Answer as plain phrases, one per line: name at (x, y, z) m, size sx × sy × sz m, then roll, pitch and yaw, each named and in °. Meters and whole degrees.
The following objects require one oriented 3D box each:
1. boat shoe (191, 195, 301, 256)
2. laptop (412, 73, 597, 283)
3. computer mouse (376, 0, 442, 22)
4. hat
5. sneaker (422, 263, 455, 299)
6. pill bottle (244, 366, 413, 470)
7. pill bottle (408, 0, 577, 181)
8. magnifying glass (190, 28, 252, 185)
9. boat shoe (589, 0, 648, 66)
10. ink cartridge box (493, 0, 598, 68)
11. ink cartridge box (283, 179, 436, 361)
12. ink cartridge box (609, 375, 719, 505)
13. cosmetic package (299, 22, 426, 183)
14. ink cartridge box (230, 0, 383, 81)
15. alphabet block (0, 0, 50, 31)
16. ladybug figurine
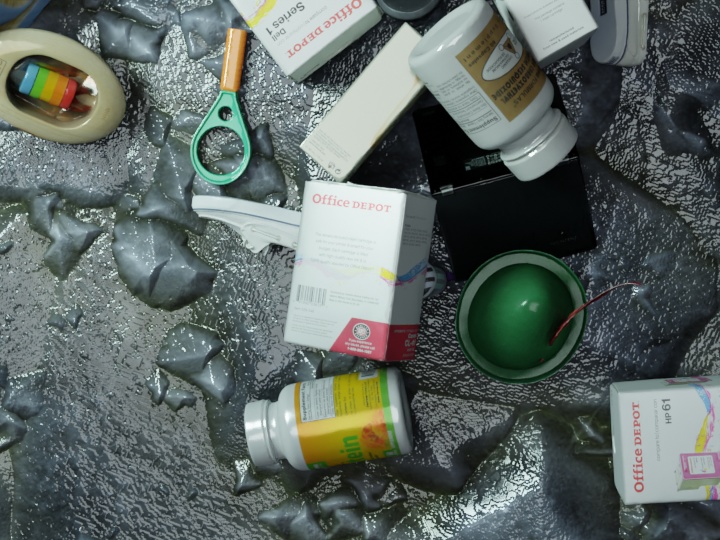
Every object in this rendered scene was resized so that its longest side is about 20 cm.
boat shoe at (-0.121, -0.051, 1.560) m, size 0.200 × 0.074 × 0.065 m, roll 12°, pitch 91°, yaw 6°
laptop at (0.183, -0.116, 1.558) m, size 0.187 × 0.116 × 0.200 m, roll -14°, pitch 64°, yaw 6°
computer mouse at (0.061, -0.383, 1.516) m, size 0.138 × 0.053 × 0.200 m, roll -11°, pitch 65°, yaw 10°
hat at (0.207, 0.061, 1.474) m, size 0.165 × 0.176 × 0.200 m, roll 23°, pitch 99°, yaw -2°
sneaker at (0.020, 0.033, 1.559) m, size 0.200 × 0.087 × 0.075 m, roll -11°, pitch 81°, yaw 30°
pill bottle at (-0.040, 0.191, 1.548) m, size 0.200 × 0.111 × 0.111 m, roll -10°, pitch 93°, yaw 6°
pill bottle at (0.159, -0.205, 1.427) m, size 0.114 × 0.114 × 0.200 m, roll -41°, pitch 108°, yaw 7°
magnifying glass at (-0.172, -0.210, 1.581) m, size 0.079 × 0.022 × 0.200 m, roll 9°, pitch 94°, yaw 5°
boat shoe at (0.327, -0.348, 1.506) m, size 0.070 × 0.071 × 0.200 m, roll 5°, pitch 81°, yaw -28°
ink cartridge box at (0.197, -0.350, 1.473) m, size 0.084 × 0.146 × 0.200 m, roll -29°, pitch 90°, yaw 7°
ink cartridge box at (0.000, 0.000, 1.472) m, size 0.147 × 0.086 × 0.200 m, roll 10°, pitch 91°, yaw 32°
ink cartridge box at (0.415, 0.208, 1.519) m, size 0.200 × 0.085 × 0.145 m, roll -4°, pitch 93°, yaw 7°
cosmetic package at (0.018, -0.205, 1.522) m, size 0.071 × 0.105 × 0.200 m, roll 41°, pitch 98°, yaw -1°
ink cartridge box at (-0.087, -0.358, 1.531) m, size 0.145 × 0.084 × 0.200 m, roll -37°, pitch 90°, yaw 7°
alphabet block at (-0.490, -0.409, 1.514) m, size 0.200 × 0.195 × 0.196 m, roll 42°, pitch 95°, yaw 3°
ladybug figurine at (-0.394, -0.239, 1.552) m, size 0.200 × 0.072 × 0.136 m, roll 25°, pitch 109°, yaw -22°
